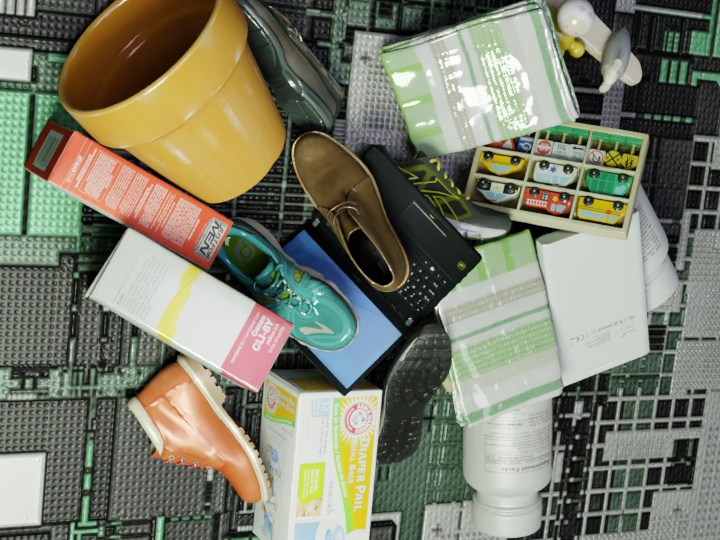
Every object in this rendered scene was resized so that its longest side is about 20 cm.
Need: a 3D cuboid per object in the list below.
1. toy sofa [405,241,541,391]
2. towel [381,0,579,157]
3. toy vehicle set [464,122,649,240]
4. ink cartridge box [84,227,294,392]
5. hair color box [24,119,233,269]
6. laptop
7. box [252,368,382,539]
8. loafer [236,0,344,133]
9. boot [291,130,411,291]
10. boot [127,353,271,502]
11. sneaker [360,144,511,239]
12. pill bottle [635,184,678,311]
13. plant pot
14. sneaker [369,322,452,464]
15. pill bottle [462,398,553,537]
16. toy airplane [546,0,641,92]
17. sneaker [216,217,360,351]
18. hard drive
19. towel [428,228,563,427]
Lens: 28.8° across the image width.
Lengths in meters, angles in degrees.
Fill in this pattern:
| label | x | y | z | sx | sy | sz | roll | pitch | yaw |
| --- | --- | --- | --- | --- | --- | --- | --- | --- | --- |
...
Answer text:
| label | x | y | z | sx | sy | sz | roll | pitch | yaw |
| --- | --- | --- | --- | --- | --- | --- | --- | --- | --- |
| toy sofa | 0.157 | 0.054 | 1.710 | 0.199 | 0.097 | 0.083 | -39 | 116 | -16 |
| towel | 0.135 | -0.213 | 1.601 | 0.198 | 0.031 | 0.151 | -14 | 112 | 19 |
| toy vehicle set | 0.231 | -0.115 | 1.658 | 0.027 | 0.197 | 0.126 | 52 | 51 | -68 |
| ink cartridge box | -0.181 | 0.041 | 1.466 | 0.199 | 0.145 | 0.084 | 31 | 83 | -9 |
| hair color box | -0.241 | -0.079 | 1.466 | 0.199 | 0.101 | 0.062 | 31 | 87 | -31 |
| laptop | 0.000 | 0.000 | 1.565 | 0.177 | 0.103 | 0.200 | 46 | 122 | 3 |
| box | -0.051 | 0.222 | 1.633 | 0.111 | 0.101 | 0.203 | -1 | 102 | -27 |
| loafer | -0.085 | -0.239 | 1.542 | 0.201 | 0.071 | 0.063 | 54 | 56 | -33 |
| boot | -0.012 | -0.067 | 1.523 | 0.073 | 0.075 | 0.201 | -34 | 85 | 11 |
| boot | -0.180 | 0.197 | 1.582 | 0.107 | 0.075 | 0.201 | -36 | 107 | -13 |
| sneaker | 0.084 | -0.090 | 1.621 | 0.197 | 0.074 | 0.086 | 15 | 92 | -5 |
| pill bottle | 0.318 | -0.049 | 1.763 | 0.113 | 0.113 | 0.201 | -40 | 116 | -15 |
| plant pot | -0.175 | -0.174 | 1.436 | 0.201 | 0.200 | 0.184 | -48 | 129 | -10 |
| sneaker | 0.042 | 0.126 | 1.641 | 0.075 | 0.088 | 0.202 | -1 | 130 | -27 |
| pill bottle | 0.184 | 0.222 | 1.752 | 0.113 | 0.114 | 0.203 | -8 | 105 | -26 |
| toy airplane | 0.238 | -0.301 | 1.646 | 0.197 | 0.141 | 0.202 | -11 | 97 | -19 |
| sneaker | -0.089 | 0.019 | 1.532 | 0.199 | 0.080 | 0.078 | 38 | 95 | 4 |
| hard drive | 0.285 | 0.033 | 1.706 | 0.130 | 0.026 | 0.202 | -19 | 120 | -14 |
| towel | 0.156 | 0.067 | 1.642 | 0.148 | 0.031 | 0.203 | -17 | 99 | -23 |
